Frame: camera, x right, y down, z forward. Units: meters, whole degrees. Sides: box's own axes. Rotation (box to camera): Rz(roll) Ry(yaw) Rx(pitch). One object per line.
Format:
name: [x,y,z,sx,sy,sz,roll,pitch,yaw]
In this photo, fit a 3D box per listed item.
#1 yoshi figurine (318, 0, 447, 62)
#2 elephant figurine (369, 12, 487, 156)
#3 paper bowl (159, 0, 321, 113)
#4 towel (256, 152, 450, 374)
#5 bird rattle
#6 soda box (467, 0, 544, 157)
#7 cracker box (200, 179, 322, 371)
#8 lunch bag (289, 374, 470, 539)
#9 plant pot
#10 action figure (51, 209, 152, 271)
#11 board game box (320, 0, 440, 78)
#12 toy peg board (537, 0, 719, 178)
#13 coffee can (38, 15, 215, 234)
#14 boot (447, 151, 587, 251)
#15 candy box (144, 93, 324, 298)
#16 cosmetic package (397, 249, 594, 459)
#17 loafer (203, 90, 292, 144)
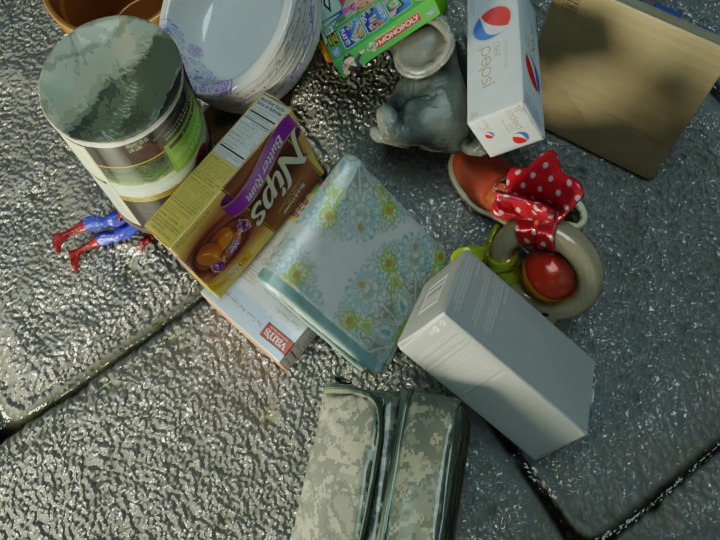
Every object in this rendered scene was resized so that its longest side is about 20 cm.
yoshi figurine: [0.034,-0.350,0.916,0.195,0.112,0.115,-20,84,-5]
elephant figurine: [0.081,-0.251,0.825,0.150,0.142,0.207,8,97,-7]
paper bowl: [-0.134,-0.289,0.812,0.195,0.104,0.208,-4,81,28]
towel: [0.000,0.000,0.777,0.200,0.048,0.173,42,75,-29]
bird rattle: [0.194,-0.021,0.750,0.162,0.201,0.113,39,45,3]
soda box: [0.162,-0.235,0.775,0.067,0.063,0.205,-16,53,31]
cracker box: [-0.079,-0.002,0.832,0.133,0.058,0.201,37,77,15]
lunch bag: [0.020,0.224,0.717,0.163,0.140,0.206,7,74,17]
plant pot: [-0.302,-0.358,0.918,0.193,0.140,0.207,-1,72,4]
action figure: [-0.286,-0.065,0.866,0.196,0.066,0.052,-30,50,-4]
board game box: [0.002,-0.339,0.823,0.132,0.029,0.204,-30,54,13]
toy peg board: [0.313,-0.249,0.821,0.196,0.201,0.099,29,60,13]
coffee can: [-0.239,-0.149,0.751,0.141,0.201,0.151,-1,69,2]
boot: [0.187,-0.097,0.819,0.199,0.108,0.075,42,77,17]
candy box: [-0.135,-0.083,0.776,0.056,0.117,0.201,32,76,31]
cosmetic package: [0.148,0.090,0.721,0.199,0.090,0.108,43,43,-9]
loafer: [-0.175,-0.202,0.896,0.073,0.071,0.200,39,79,15]
